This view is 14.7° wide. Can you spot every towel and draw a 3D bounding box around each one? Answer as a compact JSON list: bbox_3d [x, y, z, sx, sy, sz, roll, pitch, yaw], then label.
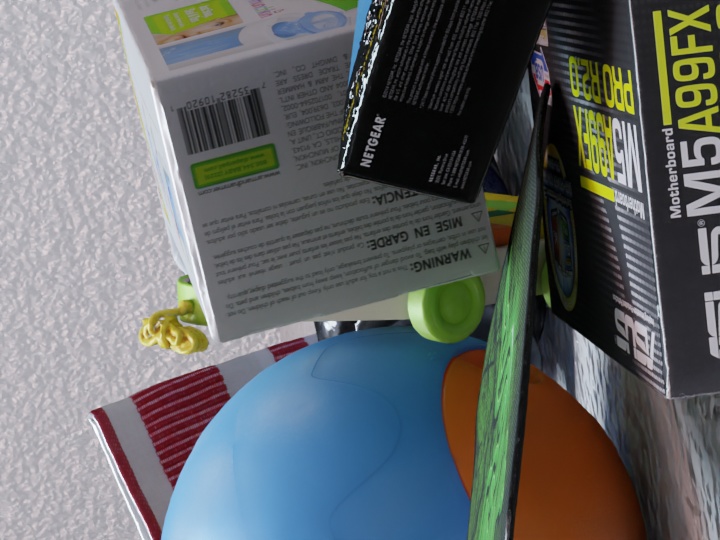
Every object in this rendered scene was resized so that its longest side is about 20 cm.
[{"bbox_3d":[-0.017,0.099,1.379,0.144,0.200,0.023,63,154,20],"label":"towel"}]

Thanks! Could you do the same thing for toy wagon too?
[{"bbox_3d":[0.000,0.000,1.142,0.155,0.200,0.040,9,105,52],"label":"toy wagon"}]

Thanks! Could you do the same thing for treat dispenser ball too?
[{"bbox_3d":[0.018,0.124,1.135,0.201,0.201,0.201,172,90,-85],"label":"treat dispenser ball"}]

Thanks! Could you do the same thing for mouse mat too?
[{"bbox_3d":[0.046,0.055,0.945,0.161,0.008,0.200,99,178,-49],"label":"mouse mat"}]

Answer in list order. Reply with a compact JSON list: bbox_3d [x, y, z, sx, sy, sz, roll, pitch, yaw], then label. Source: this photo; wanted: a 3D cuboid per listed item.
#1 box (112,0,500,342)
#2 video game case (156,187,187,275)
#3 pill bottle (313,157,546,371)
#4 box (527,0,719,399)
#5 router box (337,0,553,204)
[{"bbox_3d":[-0.026,-0.058,1.074,0.200,0.112,0.102,-124,20,-72],"label":"box"},{"bbox_3d":[-0.015,-0.082,1.347,0.023,0.200,0.182,48,-177,-14],"label":"video game case"},{"bbox_3d":[0.028,0.001,1.348,0.200,0.112,0.112,-107,10,-59],"label":"pill bottle"},{"bbox_3d":[0.092,-0.053,0.914,0.200,0.044,0.161,-129,33,-80],"label":"box"},{"bbox_3d":[0.043,-0.143,0.871,0.149,0.051,0.200,-84,10,-46],"label":"router box"}]
